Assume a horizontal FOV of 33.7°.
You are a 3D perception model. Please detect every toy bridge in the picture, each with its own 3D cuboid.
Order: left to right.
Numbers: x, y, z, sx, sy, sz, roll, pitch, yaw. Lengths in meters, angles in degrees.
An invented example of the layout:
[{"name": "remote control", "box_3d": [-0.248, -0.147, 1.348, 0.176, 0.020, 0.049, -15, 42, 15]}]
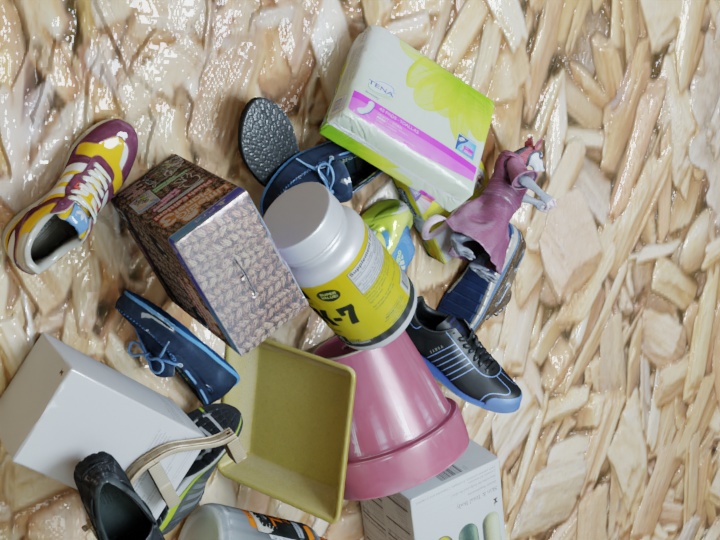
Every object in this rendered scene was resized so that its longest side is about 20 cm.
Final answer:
[{"name": "toy bridge", "box_3d": [-0.226, 0.237, 1.344, 0.199, 0.027, 0.068, -31, 120, -17]}]

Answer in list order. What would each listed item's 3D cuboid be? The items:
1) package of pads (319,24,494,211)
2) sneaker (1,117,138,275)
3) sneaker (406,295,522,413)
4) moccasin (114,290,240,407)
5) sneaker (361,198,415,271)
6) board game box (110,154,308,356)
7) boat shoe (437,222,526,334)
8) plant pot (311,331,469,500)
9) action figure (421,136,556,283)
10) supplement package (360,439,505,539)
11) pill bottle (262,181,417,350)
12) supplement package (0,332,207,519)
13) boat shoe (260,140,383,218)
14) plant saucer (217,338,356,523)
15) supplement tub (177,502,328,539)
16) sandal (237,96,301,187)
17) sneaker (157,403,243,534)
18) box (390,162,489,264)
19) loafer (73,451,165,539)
[{"name": "package of pads", "box_3d": [0.062, -0.189, 1.446, 0.199, 0.068, 0.156, 30, 56, -18]}, {"name": "sneaker", "box_3d": [-0.305, -0.077, 1.300, 0.075, 0.090, 0.201, 42, 82, -34]}, {"name": "sneaker", "box_3d": [0.135, 0.111, 1.580, 0.070, 0.199, 0.079, -41, 157, -53]}, {"name": "moccasin", "box_3d": [-0.223, 0.102, 1.418, 0.068, 0.080, 0.200, -48, 123, -4]}, {"name": "sneaker", "box_3d": [0.000, 0.000, 1.528, 0.199, 0.076, 0.106, -36, 122, -18]}, {"name": "board game box", "box_3d": [-0.172, -0.022, 1.336, 0.097, 0.199, 0.160, -37, 121, -16]}, {"name": "boat shoe", "box_3d": [0.175, 0.032, 1.652, 0.072, 0.072, 0.201, 27, 96, -46]}, {"name": "plant pot", "box_3d": [0.022, 0.171, 1.540, 0.198, 0.199, 0.181, -25, 102, -23]}, {"name": "action figure", "box_3d": [0.181, -0.093, 1.566, 0.147, 0.134, 0.202, 23, 77, 6]}, {"name": "supplement package", "box_3d": [0.100, 0.345, 1.658, 0.150, 0.150, 0.202, -19, 115, -26]}, {"name": "pill bottle", "box_3d": [-0.026, -0.005, 1.385, 0.115, 0.114, 0.200, -49, 132, -9]}, {"name": "supplement package", "box_3d": [-0.301, 0.181, 1.368, 0.199, 0.120, 0.122, 35, 88, -36]}, {"name": "boat shoe", "box_3d": [-0.034, -0.117, 1.432, 0.200, 0.068, 0.085, -41, 135, -27]}, {"name": "plant saucer", "box_3d": [-0.085, 0.185, 1.481, 0.048, 0.198, 0.203, -15, 116, -55]}, {"name": "supplement tub", "box_3d": [-0.130, 0.379, 1.541, 0.199, 0.122, 0.124, 22, 94, -36]}, {"name": "sandal", "box_3d": [-0.104, -0.128, 1.442, 0.075, 0.048, 0.201, -47, 137, -18]}, {"name": "sneaker", "box_3d": [-0.216, 0.249, 1.476, 0.200, 0.074, 0.081, -49, 159, -1]}, {"name": "box", "box_3d": [0.105, -0.122, 1.573, 0.117, 0.048, 0.201, -37, 124, -17]}, {"name": "loafer", "box_3d": [-0.252, 0.288, 1.289, 0.068, 0.070, 0.202, -28, 119, -16]}]
